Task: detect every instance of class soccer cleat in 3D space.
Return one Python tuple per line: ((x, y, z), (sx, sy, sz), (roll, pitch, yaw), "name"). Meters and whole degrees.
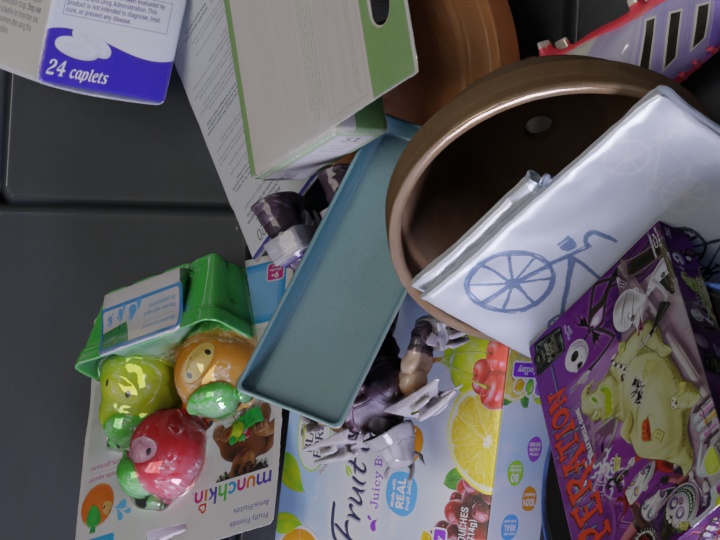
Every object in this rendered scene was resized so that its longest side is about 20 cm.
((0.170, -0.125, 1.438), (0.200, 0.067, 0.077), (-24, 89, 35), "soccer cleat")

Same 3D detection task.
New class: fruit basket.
((-0.125, 0.093, 1.601), (0.185, 0.094, 0.200), (-19, 50, 36), "fruit basket")

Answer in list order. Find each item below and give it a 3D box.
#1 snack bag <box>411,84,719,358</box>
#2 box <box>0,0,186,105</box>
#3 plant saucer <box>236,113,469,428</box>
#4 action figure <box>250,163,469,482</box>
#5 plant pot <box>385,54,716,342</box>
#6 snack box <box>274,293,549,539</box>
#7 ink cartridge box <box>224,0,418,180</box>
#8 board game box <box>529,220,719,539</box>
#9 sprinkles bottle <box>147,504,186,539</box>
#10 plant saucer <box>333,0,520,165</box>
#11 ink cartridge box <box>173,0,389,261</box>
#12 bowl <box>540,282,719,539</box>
((0.161, -0.011, 1.368), (0.200, 0.189, 0.021), (-43, 36, 28), "snack bag")
((-0.198, -0.232, 1.667), (0.184, 0.105, 0.200), (23, 103, 54), "box")
((0.000, 0.000, 1.432), (0.070, 0.019, 0.200), (20, 70, 18), "plant saucer")
((0.004, 0.035, 1.469), (0.130, 0.069, 0.200), (-26, 69, 23), "action figure")
((0.109, -0.058, 1.393), (0.201, 0.201, 0.093), (-43, 36, 27), "plant pot")
((0.035, 0.113, 1.520), (0.169, 0.068, 0.200), (8, 90, 38), "snack box")
((-0.012, -0.151, 1.433), (0.200, 0.048, 0.146), (-26, 69, 53), "ink cartridge box")
((0.152, 0.080, 1.300), (0.120, 0.032, 0.200), (-51, 31, 32), "board game box")
((-0.096, 0.251, 1.613), (0.068, 0.068, 0.200), (-49, 61, 25), "sprinkles bottle")
((0.028, -0.119, 1.526), (0.200, 0.032, 0.200), (5, 96, 54), "plant saucer")
((-0.048, -0.141, 1.571), (0.196, 0.043, 0.200), (-51, 54, 45), "ink cartridge box")
((0.172, 0.099, 1.321), (0.201, 0.039, 0.201), (-40, 36, 38), "bowl")
